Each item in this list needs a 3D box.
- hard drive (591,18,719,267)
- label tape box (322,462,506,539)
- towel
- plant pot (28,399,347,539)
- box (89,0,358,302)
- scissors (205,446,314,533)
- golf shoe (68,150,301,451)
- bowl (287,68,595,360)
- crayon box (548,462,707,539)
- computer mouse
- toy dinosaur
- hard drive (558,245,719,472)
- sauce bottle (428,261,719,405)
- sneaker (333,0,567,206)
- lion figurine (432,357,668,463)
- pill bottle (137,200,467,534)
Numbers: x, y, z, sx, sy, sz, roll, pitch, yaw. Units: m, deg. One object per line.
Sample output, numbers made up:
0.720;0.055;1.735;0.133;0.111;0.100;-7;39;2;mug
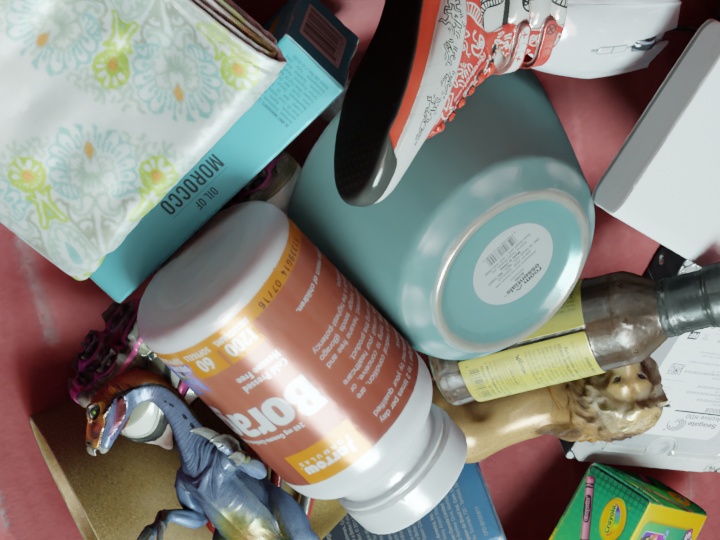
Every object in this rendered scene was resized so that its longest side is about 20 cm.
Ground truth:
0.234;-0.068;1.699;0.132;0.026;0.200;-57;144;6;hard drive
-0.007;0.180;1.843;0.199;0.144;0.066;-22;137;2;label tape box
-0.162;-0.109;1.512;0.171;0.048;0.200;41;115;-12;towel
-0.087;0.134;1.759;0.199;0.187;0.187;-27;138;-9;plant pot
-0.089;-0.074;1.593;0.049;0.082;0.200;42;113;-13;box
-0.046;0.081;1.668;0.073;0.014;0.201;10;100;-27;scissors
-0.091;0.017;1.662;0.092;0.073;0.200;35;93;-25;golf shoe
0.064;-0.025;1.646;0.200;0.105;0.202;-20;132;-24;bowl
0.164;0.244;1.949;0.201;0.058;0.119;-62;152;5;crayon box
0.159;-0.143;1.647;0.199;0.044;0.110;4;134;-23;computer mouse
-0.090;0.142;1.633;0.105;0.182;0.200;-32;168;9;toy dinosaur
0.238;0.061;1.890;0.139;0.038;0.200;8;132;-26;hard drive
0.144;0.038;1.733;0.199;0.065;0.065;-12;140;18;sauce bottle
0.059;-0.120;1.542;0.108;0.203;0.067;21;167;-31;sneaker
0.102;0.089;1.805;0.199;0.123;0.073;-24;137;6;lion figurine
-0.029;0.062;1.595;0.112;0.112;0.200;-36;116;17;pill bottle
